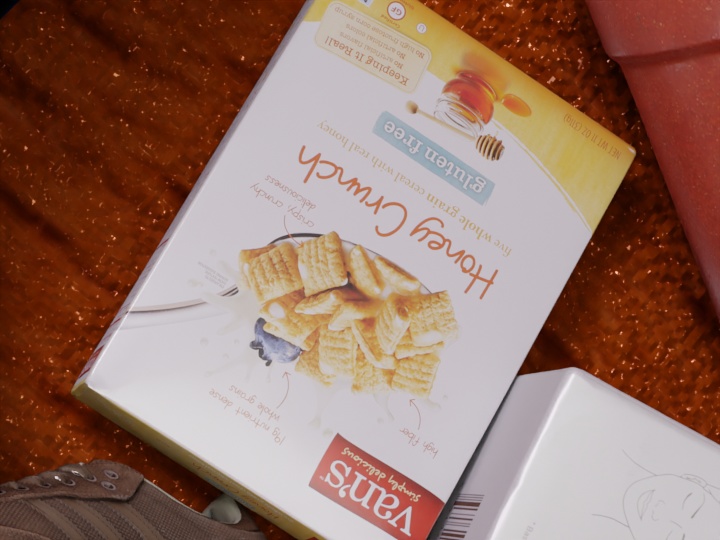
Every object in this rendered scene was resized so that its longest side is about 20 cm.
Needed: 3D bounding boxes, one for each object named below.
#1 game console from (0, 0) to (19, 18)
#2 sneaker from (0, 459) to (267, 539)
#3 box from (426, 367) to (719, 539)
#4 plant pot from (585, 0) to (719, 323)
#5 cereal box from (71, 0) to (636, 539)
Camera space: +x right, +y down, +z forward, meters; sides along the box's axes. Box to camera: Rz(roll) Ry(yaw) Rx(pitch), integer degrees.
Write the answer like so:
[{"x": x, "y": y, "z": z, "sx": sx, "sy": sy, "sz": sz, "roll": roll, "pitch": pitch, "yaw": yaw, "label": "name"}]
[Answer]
[{"x": -0.184, "y": -0.178, "z": 0.816, "sx": 0.171, "sy": 0.118, "sz": 0.201, "roll": -28, "pitch": 92, "yaw": -58, "label": "game console"}, {"x": -0.111, "y": 0.104, "z": 0.852, "sx": 0.199, "sy": 0.070, "sz": 0.076, "roll": 19, "pitch": 42, "yaw": -42, "label": "sneaker"}, {"x": 0.117, "y": 0.150, "z": 0.907, "sx": 0.199, "sy": 0.106, "sz": 0.153, "roll": 29, "pitch": 80, "yaw": -9, "label": "box"}, {"x": 0.192, "y": -0.060, "z": 0.908, "sx": 0.200, "sy": 0.201, "sz": 0.196, "roll": -19, "pitch": 98, "yaw": -14, "label": "plant pot"}, {"x": 0.000, "y": 0.000, "z": 0.918, "sx": 0.143, "sy": 0.040, "sz": 0.201, "roll": 32, "pitch": 73, "yaw": -10, "label": "cereal box"}]
